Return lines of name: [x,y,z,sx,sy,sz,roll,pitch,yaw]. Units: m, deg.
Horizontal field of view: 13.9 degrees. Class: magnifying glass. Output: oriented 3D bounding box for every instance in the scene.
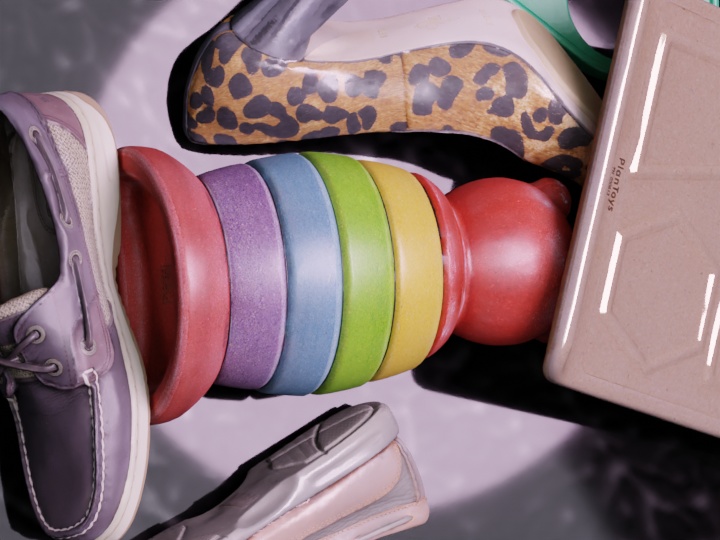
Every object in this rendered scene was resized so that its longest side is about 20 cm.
magnifying glass: [0.071,-0.137,1.364,0.199,0.022,0.080,11,84,-16]

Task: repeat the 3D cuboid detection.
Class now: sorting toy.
sorting toy: [0.162,-0.020,1.339,0.200,0.036,0.186,20,81,-42]

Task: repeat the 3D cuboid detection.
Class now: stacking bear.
stacking bear: [0.000,0.000,1.293,0.199,0.114,0.122,-4,90,-21]

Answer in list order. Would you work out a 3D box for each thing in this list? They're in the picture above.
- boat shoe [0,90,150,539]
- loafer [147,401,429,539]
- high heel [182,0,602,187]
boat shoe: [-0.137,0.020,1.259,0.065,0.072,0.201,4,79,-51]
loafer: [-0.055,0.134,1.288,0.200,0.072,0.063,-34,103,-18]
high heel: [0.023,-0.064,1.333,0.143,0.071,0.200,-42,114,17]
